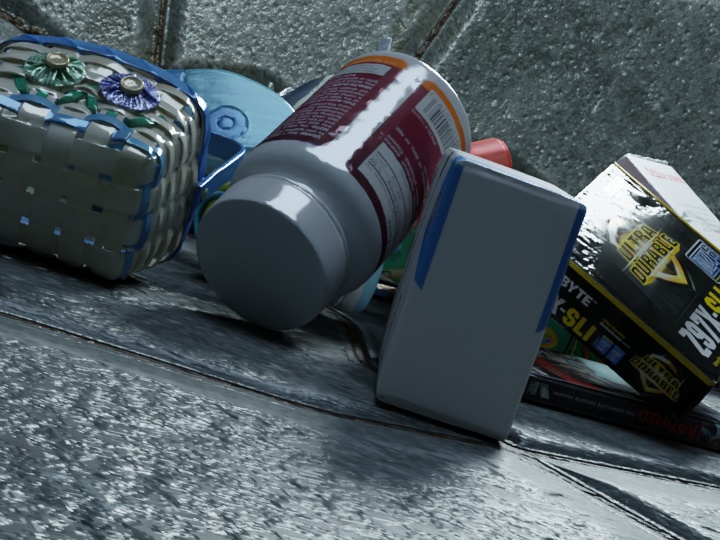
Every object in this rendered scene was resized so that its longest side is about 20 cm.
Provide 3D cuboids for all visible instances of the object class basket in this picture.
[{"bbox_3d":[-0.174,-0.079,1.325,0.175,0.140,0.200,17,16,1],"label":"basket"}]

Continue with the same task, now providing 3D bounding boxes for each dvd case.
[{"bbox_3d":[0.167,0.084,1.430,0.199,0.022,0.146,15,7,-22],"label":"dvd case"}]

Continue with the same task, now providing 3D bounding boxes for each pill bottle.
[{"bbox_3d":[-0.017,-0.053,1.329,0.114,0.115,0.200,20,39,21],"label":"pill bottle"}]

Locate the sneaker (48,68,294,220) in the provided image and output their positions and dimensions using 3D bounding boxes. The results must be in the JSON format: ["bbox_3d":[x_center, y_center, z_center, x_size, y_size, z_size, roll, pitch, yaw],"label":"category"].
[{"bbox_3d":[-0.139,-0.085,1.528,0.198,0.080,0.131,10,-39,8],"label":"sneaker"}]

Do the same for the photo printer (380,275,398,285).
[{"bbox_3d":[0.016,-0.031,1.801,0.199,0.070,0.166,15,7,-30],"label":"photo printer"}]

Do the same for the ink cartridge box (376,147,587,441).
[{"bbox_3d":[0.069,0.008,1.227,0.084,0.146,0.200,19,6,-1],"label":"ink cartridge box"}]

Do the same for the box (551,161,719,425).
[{"bbox_3d":[0.202,0.011,1.437,0.160,0.049,0.200,42,27,6],"label":"box"}]

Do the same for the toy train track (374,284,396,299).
[{"bbox_3d":[0.000,0.000,1.645,0.199,0.033,0.114,15,6,-36],"label":"toy train track"}]

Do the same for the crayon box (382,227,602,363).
[{"bbox_3d":[0.106,0.011,1.606,0.199,0.059,0.119,30,10,24],"label":"crayon box"}]

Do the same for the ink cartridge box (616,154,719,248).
[{"bbox_3d":[0.305,-0.005,1.885,0.200,0.084,0.144,51,18,18],"label":"ink cartridge box"}]

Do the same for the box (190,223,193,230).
[{"bbox_3d":[-0.179,-0.106,1.732,0.199,0.108,0.148,15,6,-16],"label":"box"}]

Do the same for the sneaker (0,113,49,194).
[{"bbox_3d":[-0.319,-0.114,1.459,0.199,0.091,0.067,17,7,-8],"label":"sneaker"}]

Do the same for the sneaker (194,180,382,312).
[{"bbox_3d":[-0.067,-0.037,1.474,0.130,0.080,0.200,17,7,-20],"label":"sneaker"}]

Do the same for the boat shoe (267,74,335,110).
[{"bbox_3d":[-0.052,-0.113,1.619,0.061,0.075,0.200,-3,15,10],"label":"boat shoe"}]

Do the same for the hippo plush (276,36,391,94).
[{"bbox_3d":[-0.019,-0.095,1.948,0.199,0.160,0.161,-21,40,-16],"label":"hippo plush"}]

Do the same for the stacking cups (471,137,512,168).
[{"bbox_3d":[0.034,-0.068,1.688,0.199,0.061,0.060,-11,18,-23],"label":"stacking cups"}]
